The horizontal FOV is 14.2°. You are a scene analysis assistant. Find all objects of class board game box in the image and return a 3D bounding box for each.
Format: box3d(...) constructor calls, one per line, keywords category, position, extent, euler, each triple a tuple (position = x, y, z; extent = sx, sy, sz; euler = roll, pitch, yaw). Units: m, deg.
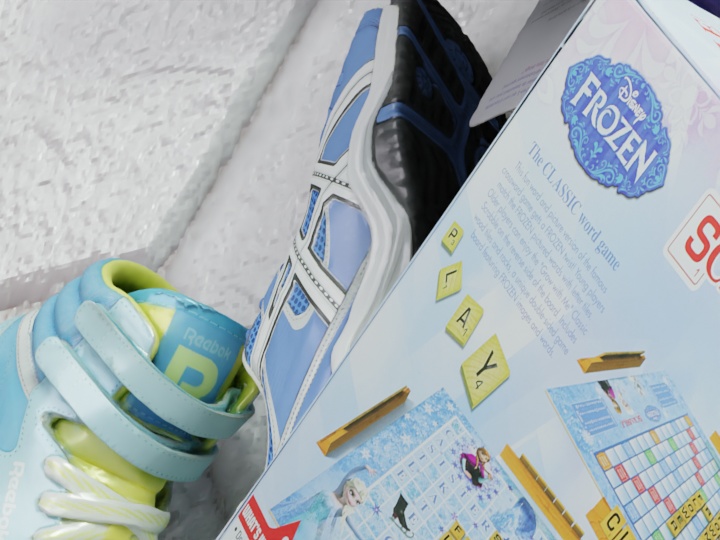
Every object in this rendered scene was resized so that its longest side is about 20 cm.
box3d(category="board game box", position=(0.054, 0.065, 0.638), extent=(0.200, 0.041, 0.200), euler=(-55, 37, 19))

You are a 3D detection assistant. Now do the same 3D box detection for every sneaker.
box3d(category="sneaker", position=(-0.084, 0.078, 0.898), extent=(0.130, 0.079, 0.201), euler=(-36, 45, 26))
box3d(category="sneaker", position=(0.000, 0.000, 0.884), extent=(0.077, 0.076, 0.201), euler=(-15, 54, 32))

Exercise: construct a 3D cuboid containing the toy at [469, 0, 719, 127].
box3d(category="toy", position=(0.117, -0.120, 0.843), extent=(0.201, 0.047, 0.115), euler=(-60, 14, -20))
